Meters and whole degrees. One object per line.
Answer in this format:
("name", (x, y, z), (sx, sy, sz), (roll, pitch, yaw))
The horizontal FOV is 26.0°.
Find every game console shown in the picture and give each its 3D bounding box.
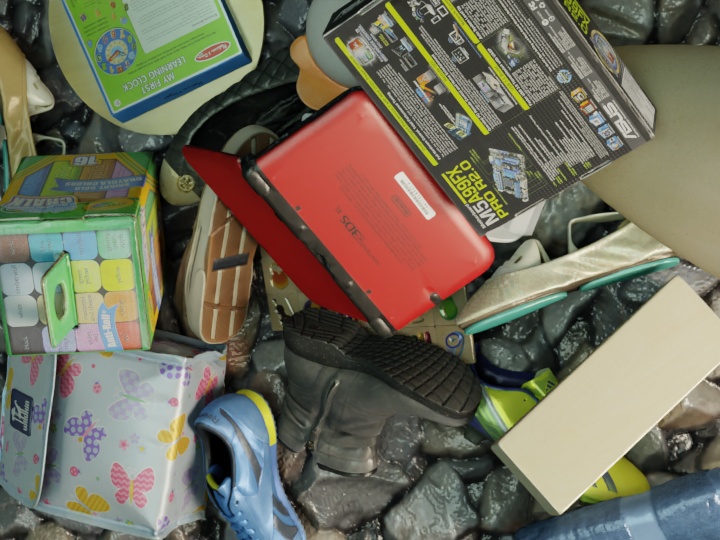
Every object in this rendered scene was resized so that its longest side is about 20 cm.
("game console", (-0.018, -0.054, 1.253), (0.172, 0.119, 0.200), (-34, 122, 10))

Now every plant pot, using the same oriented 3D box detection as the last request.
("plant pot", (0.254, -0.099, 1.205), (0.199, 0.187, 0.189), (23, 103, 27))

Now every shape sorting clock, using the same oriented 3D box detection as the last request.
("shape sorting clock", (-0.180, -0.220, 1.373), (0.198, 0.039, 0.202), (2, 100, 12))

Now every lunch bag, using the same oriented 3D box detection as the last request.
("lunch bag", (-0.235, 0.134, 1.391), (0.198, 0.127, 0.171), (12, 97, 20))

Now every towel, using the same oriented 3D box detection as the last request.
("towel", (0.231, 0.217, 1.271), (0.199, 0.112, 0.049), (-20, 56, 17))

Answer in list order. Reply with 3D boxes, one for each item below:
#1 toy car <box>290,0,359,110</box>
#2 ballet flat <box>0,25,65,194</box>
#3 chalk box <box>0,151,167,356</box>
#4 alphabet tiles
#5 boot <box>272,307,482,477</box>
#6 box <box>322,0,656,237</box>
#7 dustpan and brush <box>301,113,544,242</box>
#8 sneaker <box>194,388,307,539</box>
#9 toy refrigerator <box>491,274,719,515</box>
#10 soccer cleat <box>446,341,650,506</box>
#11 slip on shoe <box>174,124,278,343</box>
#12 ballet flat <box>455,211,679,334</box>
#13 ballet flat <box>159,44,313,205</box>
("toy car", (0.034, -0.198, 1.228), (0.177, 0.184, 0.200), (40, 100, 8))
("ballet flat", (-0.303, -0.130, 1.419), (0.062, 0.069, 0.202), (-8, 98, -11))
("chalk box", (-0.235, -0.008, 1.307), (0.123, 0.200, 0.125), (-2, 115, -1))
("alphabet tiles", (0.000, 0.000, 1.338), (0.199, 0.008, 0.169), (-3, 100, 31))
("boot", (0.014, 0.121, 1.328), (0.199, 0.070, 0.133), (23, 123, 33))
("box", (0.095, -0.142, 1.128), (0.160, 0.044, 0.200), (-30, 110, 29))
("dustpan and brush", (0.053, -0.094, 1.221), (0.199, 0.057, 0.140), (24, 136, 7))
("sneaker", (-0.102, 0.207, 1.370), (0.066, 0.078, 0.202), (-3, 107, 39))
("toy refrigerator", (0.203, 0.101, 1.253), (0.200, 0.070, 0.076), (-43, 83, -6))
("soccer cleat", (0.159, 0.130, 1.305), (0.199, 0.065, 0.084), (29, 101, 12))
("slip on shoe", (-0.120, -0.036, 1.357), (0.061, 0.076, 0.201), (37, 124, 43))
("ballet flat", (0.165, -0.005, 1.278), (0.198, 0.067, 0.063), (-18, 80, -2))
("ballet flat", (-0.103, -0.126, 1.348), (0.200, 0.057, 0.066), (-41, 113, 17))
